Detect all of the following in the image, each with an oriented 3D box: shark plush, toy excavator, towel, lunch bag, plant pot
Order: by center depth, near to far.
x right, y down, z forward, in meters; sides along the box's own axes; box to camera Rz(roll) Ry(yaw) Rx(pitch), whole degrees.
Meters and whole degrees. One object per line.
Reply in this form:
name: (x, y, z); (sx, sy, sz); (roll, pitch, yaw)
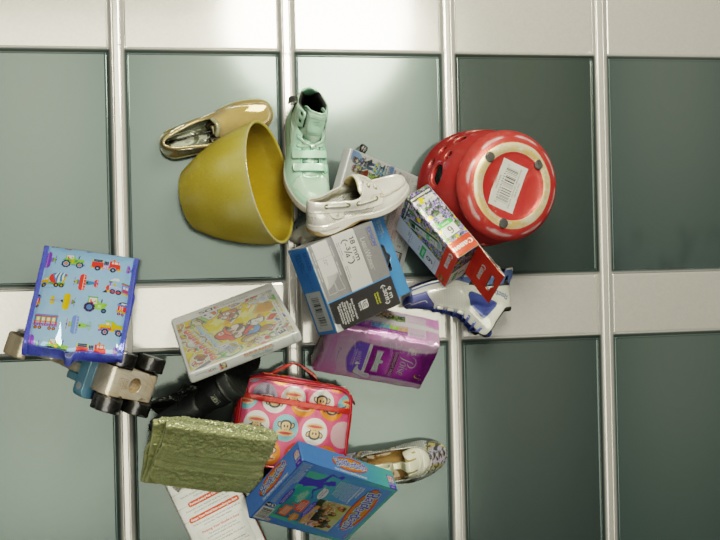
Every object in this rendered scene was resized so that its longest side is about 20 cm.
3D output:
lunch bag: (-0.433, 0.067, 1.610); (0.150, 0.201, 0.094); (8, 131, -10)
towel: (-0.238, 0.288, 1.626); (0.199, 0.037, 0.149); (9, 127, -18)
toy excavator: (-0.446, 0.156, 1.667); (0.194, 0.199, 0.100); (22, 84, -54)
plant pot: (-0.208, -0.128, 1.675); (0.141, 0.200, 0.201); (-11, 92, 15)
plant pot: (0.218, -0.137, 1.730); (0.199, 0.182, 0.202); (-1, 94, -20)
lunch bag: (-0.114, 0.244, 1.735); (0.199, 0.082, 0.177); (10, 84, -12)
shark plush: (-0.049, -0.129, 1.750); (0.083, 0.091, 0.201); (26, 93, 31)

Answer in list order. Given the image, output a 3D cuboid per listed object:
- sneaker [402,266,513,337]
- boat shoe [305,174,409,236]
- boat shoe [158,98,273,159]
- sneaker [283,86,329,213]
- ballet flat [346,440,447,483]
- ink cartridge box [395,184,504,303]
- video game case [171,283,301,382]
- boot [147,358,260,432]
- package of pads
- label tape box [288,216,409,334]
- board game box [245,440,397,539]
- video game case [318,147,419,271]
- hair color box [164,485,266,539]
sneaker: (0.178, 0.063, 1.783); (0.198, 0.081, 0.116); (-10, 89, -12)
boat shoe: (-0.002, -0.120, 1.653); (0.199, 0.071, 0.070); (-28, 127, -32)
boat shoe: (-0.234, -0.232, 1.711); (0.199, 0.076, 0.072); (-25, 94, -10)
sneaker: (-0.085, -0.199, 1.683); (0.073, 0.118, 0.201); (-4, 67, -16)
ballet flat: (0.058, 0.335, 1.768); (0.199, 0.072, 0.073); (-7, 91, -10)
ink cartridge box: (0.143, -0.032, 1.698); (0.050, 0.109, 0.200); (-32, 72, -21)
video game case: (-0.203, 0.095, 1.659); (0.181, 0.200, 0.023); (-21, 117, -9)
boot: (-0.256, 0.183, 1.680); (0.168, 0.200, 0.077); (-30, 109, 16)
package of pads: (0.025, 0.126, 1.736); (0.199, 0.076, 0.121); (11, 131, -9)
label tape box: (0.000, 0.000, 1.665); (0.199, 0.063, 0.145); (-24, 96, -33)
board game box: (-0.062, 0.363, 1.686); (0.199, 0.045, 0.152); (25, 118, -33)
video game case: (0.017, -0.083, 1.742); (0.182, 0.022, 0.201); (18, 87, -40)
hair color box: (-0.240, 0.397, 1.716); (0.110, 0.064, 0.201); (-25, 95, -10)
